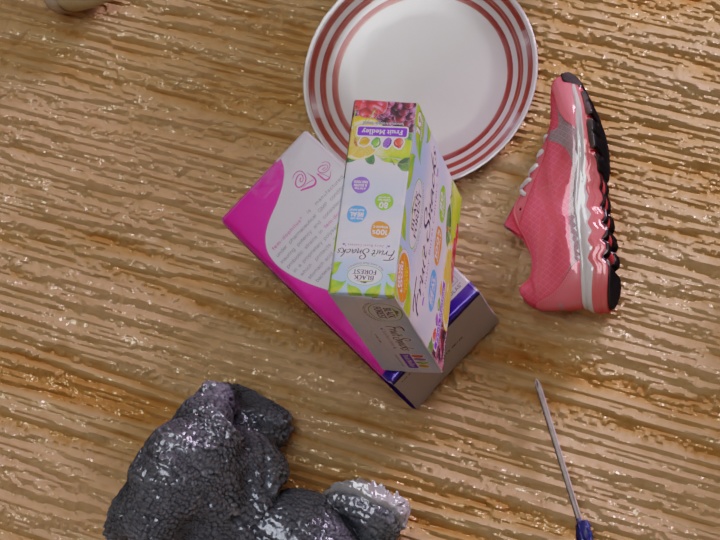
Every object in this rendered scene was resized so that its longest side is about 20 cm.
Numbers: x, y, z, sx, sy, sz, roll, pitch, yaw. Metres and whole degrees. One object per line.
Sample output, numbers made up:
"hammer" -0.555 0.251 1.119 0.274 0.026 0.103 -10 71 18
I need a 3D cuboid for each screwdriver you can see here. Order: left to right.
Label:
"screwdriver" 0.167 0.177 1.664 0.029 0.028 0.201 -4 68 -19

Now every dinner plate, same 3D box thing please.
"dinner plate" 0.050 -0.161 1.800 0.199 0.024 0.202 -4 73 14

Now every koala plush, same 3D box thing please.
"koala plush" -0.077 0.198 1.655 0.199 0.184 0.178 34 84 9

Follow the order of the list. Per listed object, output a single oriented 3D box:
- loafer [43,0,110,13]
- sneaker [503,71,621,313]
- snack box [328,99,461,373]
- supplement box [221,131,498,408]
"loafer" -0.221 -0.317 1.896 0.068 0.076 0.201 13 86 17
"sneaker" 0.153 -0.062 1.715 0.086 0.074 0.201 -8 72 14
"snack box" 0.028 -0.019 1.558 0.053 0.200 0.143 2 72 13
"supplement box" 0.000 0.000 1.721 0.101 0.103 0.200 -45 70 -2
